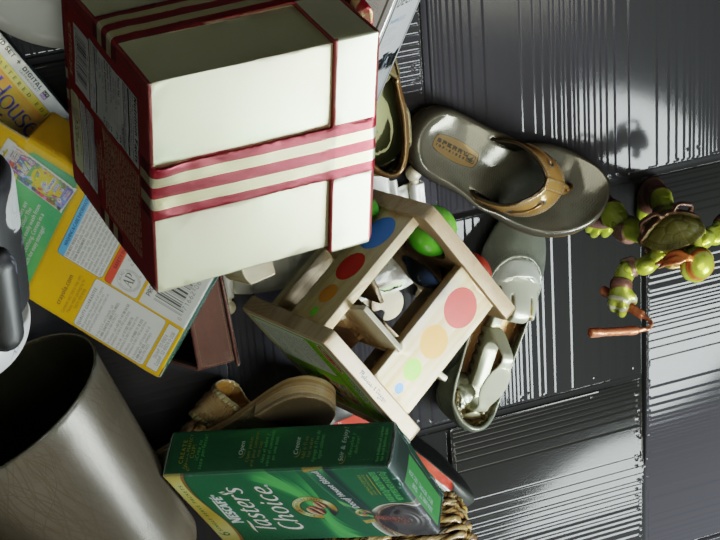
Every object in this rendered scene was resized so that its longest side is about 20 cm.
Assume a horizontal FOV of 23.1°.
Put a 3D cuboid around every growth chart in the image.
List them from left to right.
[{"bbox_3d":[-0.030,-0.019,1.460,0.198,0.018,0.146,-5,114,-20],"label":"growth chart"}]

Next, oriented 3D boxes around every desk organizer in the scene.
[{"bbox_3d":[-0.155,-0.018,1.381,0.076,0.072,0.202,-15,117,-12],"label":"desk organizer"}]

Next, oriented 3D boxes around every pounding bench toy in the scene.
[{"bbox_3d":[0.000,0.000,1.383,0.156,0.124,0.200,-50,123,-14],"label":"pounding bench toy"}]

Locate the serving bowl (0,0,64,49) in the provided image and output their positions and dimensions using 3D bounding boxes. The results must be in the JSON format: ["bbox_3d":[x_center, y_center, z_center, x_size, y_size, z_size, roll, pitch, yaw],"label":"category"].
[{"bbox_3d":[-0.201,-0.238,1.205,0.198,0.066,0.202,-3,119,-4],"label":"serving bowl"}]

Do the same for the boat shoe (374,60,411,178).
[{"bbox_3d":[-0.002,-0.162,1.376,0.075,0.074,0.201,-27,119,-9],"label":"boat shoe"}]

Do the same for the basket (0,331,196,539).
[{"bbox_3d":[-0.228,0.172,1.401,0.179,0.136,0.200,-29,125,11],"label":"basket"}]

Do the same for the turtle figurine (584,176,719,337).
[{"bbox_3d":[0.250,-0.024,1.486,0.199,0.161,0.065,-30,120,-7],"label":"turtle figurine"}]

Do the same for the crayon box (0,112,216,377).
[{"bbox_3d":[-0.202,-0.027,1.303,0.199,0.052,0.126,31,122,-3],"label":"crayon box"}]

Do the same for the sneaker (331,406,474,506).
[{"bbox_3d":[-0.002,0.181,1.532,0.201,0.067,0.108,34,98,-26],"label":"sneaker"}]

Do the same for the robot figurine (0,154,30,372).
[{"bbox_3d":[-0.298,-0.012,1.234,0.124,0.151,0.202,-5,120,-6],"label":"robot figurine"}]

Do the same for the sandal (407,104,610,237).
[{"bbox_3d":[0.128,-0.083,1.466,0.199,0.054,0.082,25,86,-26],"label":"sandal"}]

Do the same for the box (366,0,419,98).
[{"bbox_3d":[-0.037,-0.163,1.310,0.060,0.116,0.201,-35,152,-57],"label":"box"}]

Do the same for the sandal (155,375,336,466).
[{"bbox_3d":[-0.098,0.119,1.458,0.211,0.070,0.077,-29,133,35],"label":"sandal"}]

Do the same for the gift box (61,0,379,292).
[{"bbox_3d":[-0.091,-0.124,1.189,0.185,0.200,0.186,-14,133,-23],"label":"gift box"}]

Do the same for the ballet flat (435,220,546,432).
[{"bbox_3d":[0.123,0.047,1.523,0.067,0.064,0.202,11,107,-26],"label":"ballet flat"}]

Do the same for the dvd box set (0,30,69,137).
[{"bbox_3d":[-0.327,-0.097,1.300,0.200,0.029,0.147,-38,121,-2],"label":"dvd box set"}]

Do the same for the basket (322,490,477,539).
[{"bbox_3d":[0.038,0.306,1.518,0.141,0.150,0.201,1,135,-22],"label":"basket"}]

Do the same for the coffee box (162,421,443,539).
[{"bbox_3d":[-0.045,0.172,1.410,0.198,0.044,0.123,-4,144,22],"label":"coffee box"}]
